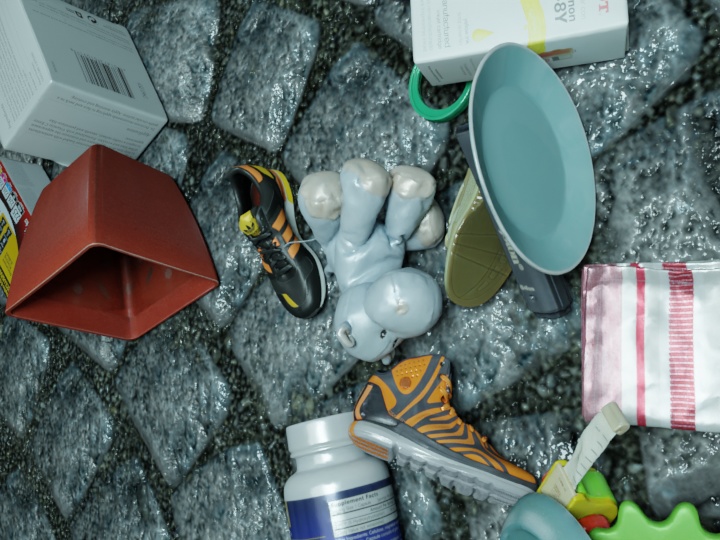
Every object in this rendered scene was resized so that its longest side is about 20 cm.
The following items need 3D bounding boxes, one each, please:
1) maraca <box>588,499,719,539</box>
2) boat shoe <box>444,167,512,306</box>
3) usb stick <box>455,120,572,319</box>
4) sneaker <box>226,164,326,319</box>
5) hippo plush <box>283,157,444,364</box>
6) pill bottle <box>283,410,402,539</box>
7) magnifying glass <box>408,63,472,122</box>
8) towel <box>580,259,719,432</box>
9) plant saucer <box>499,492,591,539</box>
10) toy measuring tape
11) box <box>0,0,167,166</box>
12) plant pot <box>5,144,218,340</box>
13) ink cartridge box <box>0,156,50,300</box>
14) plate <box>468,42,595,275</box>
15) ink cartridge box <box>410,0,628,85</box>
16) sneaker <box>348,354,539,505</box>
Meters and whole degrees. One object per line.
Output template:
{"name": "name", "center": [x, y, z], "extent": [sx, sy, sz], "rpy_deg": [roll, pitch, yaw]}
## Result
{"name": "maraca", "center": [0.248, 0.290, 0.571], "extent": [0.133, 0.107, 0.207], "rpy_deg": [-5, 88, 20]}
{"name": "boat shoe", "center": [0.128, -0.066, 0.717], "extent": [0.071, 0.063, 0.207], "rpy_deg": [10, 98, -9]}
{"name": "usb stick", "center": [0.144, -0.049, 0.663], "extent": [0.055, 0.032, 0.204], "rpy_deg": [-3, 115, 61]}
{"name": "sneaker", "center": [-0.110, -0.035, 0.850], "extent": [0.069, 0.089, 0.205], "rpy_deg": [-30, 70, 27]}
{"name": "hippo plush", "center": [0.000, 0.000, 0.712], "extent": [0.197, 0.158, 0.165], "rpy_deg": [-25, 53, 27]}
{"name": "pill bottle", "center": [-0.019, 0.259, 0.747], "extent": [0.117, 0.119, 0.206], "rpy_deg": [-20, 75, 30]}
{"name": "magnifying glass", "center": [0.116, -0.256, 0.762], "extent": [0.079, 0.022, 0.204], "rpy_deg": [36, 107, 31]}
{"name": "towel", "center": [0.290, 0.065, 0.616], "extent": [0.195, 0.023, 0.149], "rpy_deg": [-2, 85, 33]}
{"name": "plant saucer", "center": [0.164, 0.296, 0.602], "extent": [0.200, 0.027, 0.207], "rpy_deg": [172, 90, -74]}
{"name": "toy measuring tape", "center": [0.201, 0.182, 0.613], "extent": [0.073, 0.073, 0.203], "rpy_deg": [42, 138, 29]}
{"name": "box", "center": [-0.412, -0.265, 1.007], "extent": [0.130, 0.197, 0.203], "rpy_deg": [-39, 67, 23]}
{"name": "plant pot", "center": [-0.333, -0.042, 0.952], "extent": [0.197, 0.198, 0.181], "rpy_deg": [-29, 60, 27]}
{"name": "ink cartridge box", "center": [-0.553, -0.046, 1.153], "extent": [0.177, 0.083, 0.201], "rpy_deg": [-51, 62, 20]}
{"name": "plate", "center": [0.149, -0.096, 0.623], "extent": [0.025, 0.197, 0.207], "rpy_deg": [-14, 78, 44]}
{"name": "ink cartridge box", "center": [0.149, -0.272, 0.674], "extent": [0.194, 0.083, 0.150], "rpy_deg": [-4, 86, 19]}
{"name": "sneaker", "center": [0.093, 0.150, 0.707], "extent": [0.195, 0.078, 0.114], "rpy_deg": [22, 63, 7]}
